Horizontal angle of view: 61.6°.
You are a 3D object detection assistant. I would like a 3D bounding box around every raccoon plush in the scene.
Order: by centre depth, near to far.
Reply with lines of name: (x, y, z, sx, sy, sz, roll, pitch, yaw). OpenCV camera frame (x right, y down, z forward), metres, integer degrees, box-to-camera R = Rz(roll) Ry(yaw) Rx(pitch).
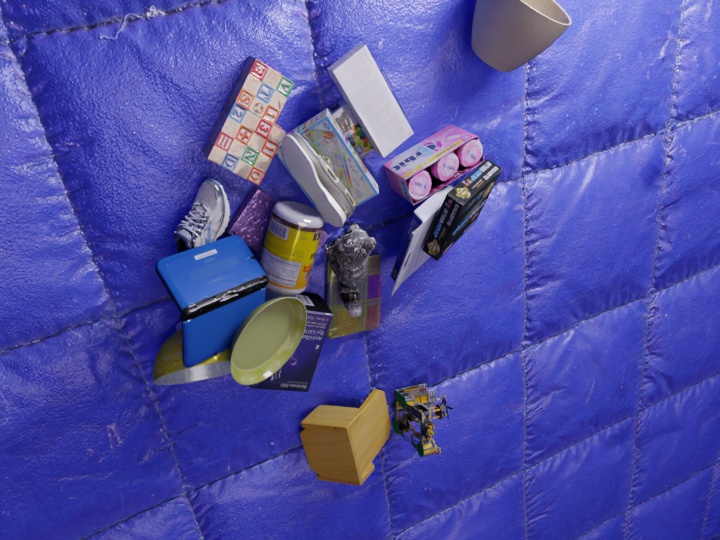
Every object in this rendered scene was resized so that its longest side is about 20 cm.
raccoon plush: (0.000, 0.000, 1.303, 0.095, 0.133, 0.205, -25, 101, -18)

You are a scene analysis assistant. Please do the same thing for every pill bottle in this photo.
pill bottle: (-0.147, -0.029, 1.225, 0.107, 0.109, 0.205, 8, 112, -28)

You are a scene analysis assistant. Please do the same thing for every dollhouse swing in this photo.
dollhouse swing: (-0.034, 0.413, 1.568, 0.177, 0.177, 0.204, 0, 123, 21)

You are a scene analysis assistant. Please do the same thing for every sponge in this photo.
sponge: (-0.172, -0.080, 1.273, 0.198, 0.030, 0.113, 32, 98, -34)

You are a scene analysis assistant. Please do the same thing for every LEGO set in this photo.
LEGO set: (0.172, 0.383, 1.573, 0.113, 0.199, 0.159, -6, 96, -24)

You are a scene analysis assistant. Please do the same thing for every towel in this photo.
towel: (-0.017, 0.063, 1.419, 0.140, 0.023, 0.205, -9, 116, -21)

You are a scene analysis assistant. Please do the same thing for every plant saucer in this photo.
plant saucer: (-0.187, 0.134, 1.200, 0.199, 0.031, 0.203, -37, 145, -32)

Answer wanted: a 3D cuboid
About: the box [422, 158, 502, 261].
box: (0.221, -0.134, 1.312, 0.199, 0.046, 0.161, -41, 159, -43)

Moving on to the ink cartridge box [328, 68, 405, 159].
ink cartridge box: (0.002, -0.306, 1.246, 0.199, 0.042, 0.120, -39, 124, -6)

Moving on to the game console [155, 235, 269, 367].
game console: (-0.282, 0.054, 1.152, 0.198, 0.172, 0.119, -24, 163, -46)

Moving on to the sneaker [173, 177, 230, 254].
sneaker: (-0.311, -0.076, 1.159, 0.085, 0.076, 0.205, -18, 129, -64)

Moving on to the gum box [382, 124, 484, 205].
gum box: (0.162, -0.235, 1.310, 0.197, 0.114, 0.067, -32, 123, -9)

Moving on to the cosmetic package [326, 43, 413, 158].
cosmetic package: (0.021, -0.332, 1.188, 0.082, 0.051, 0.202, -36, 120, -2)

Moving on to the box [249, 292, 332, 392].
box: (-0.166, 0.154, 1.341, 0.145, 0.104, 0.205, 8, 109, -29)

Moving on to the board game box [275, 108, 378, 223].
board game box: (-0.068, -0.207, 1.226, 0.132, 0.035, 0.201, -26, 124, 17)

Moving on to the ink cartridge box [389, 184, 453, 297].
ink cartridge box: (0.125, -0.067, 1.320, 0.200, 0.040, 0.202, -42, 158, -42)

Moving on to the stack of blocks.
stack of blocks: (-0.201, -0.282, 1.145, 0.113, 0.059, 0.203, 23, 102, -32)

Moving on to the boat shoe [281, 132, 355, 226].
boat shoe: (-0.080, -0.184, 1.181, 0.060, 0.071, 0.204, -45, 110, -30)

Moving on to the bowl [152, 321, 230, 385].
bowl: (-0.335, 0.159, 1.247, 0.195, 0.200, 0.111, -9, 75, -21)

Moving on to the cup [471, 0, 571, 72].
cup: (0.304, -0.495, 1.228, 0.196, 0.203, 0.144, 10, 134, -28)
